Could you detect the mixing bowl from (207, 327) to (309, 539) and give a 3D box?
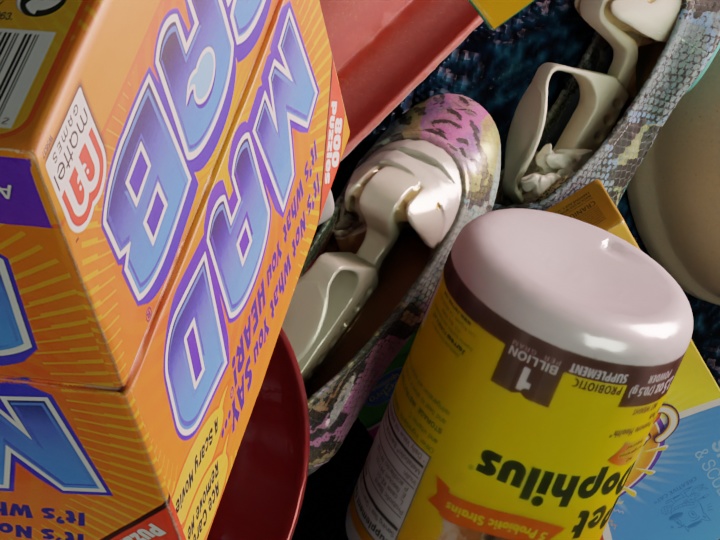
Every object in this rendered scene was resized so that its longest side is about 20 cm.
[{"bbox_3d":[-0.130,0.072,0.942,0.200,0.108,0.201,-12,112,-33],"label":"mixing bowl"}]

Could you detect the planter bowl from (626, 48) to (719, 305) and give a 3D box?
[{"bbox_3d":[0.250,-0.064,1.174,0.200,0.135,0.201,-11,109,-34],"label":"planter bowl"}]

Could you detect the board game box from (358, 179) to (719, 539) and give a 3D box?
[{"bbox_3d":[0.095,0.074,1.119,0.153,0.040,0.200,-32,124,5],"label":"board game box"}]

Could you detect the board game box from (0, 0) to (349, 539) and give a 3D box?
[{"bbox_3d":[-0.137,-0.049,0.764,0.200,0.199,0.200,75,26,-48],"label":"board game box"}]

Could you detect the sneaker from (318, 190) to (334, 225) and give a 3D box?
[{"bbox_3d":[-0.092,-0.073,0.952,0.099,0.071,0.200,-38,121,-17],"label":"sneaker"}]

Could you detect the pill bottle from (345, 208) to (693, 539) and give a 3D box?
[{"bbox_3d":[0.061,0.082,1.023,0.109,0.109,0.201,0,123,-37],"label":"pill bottle"}]

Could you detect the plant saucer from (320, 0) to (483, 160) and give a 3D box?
[{"bbox_3d":[-0.003,-0.182,0.997,0.200,0.037,0.200,-46,125,-26],"label":"plant saucer"}]

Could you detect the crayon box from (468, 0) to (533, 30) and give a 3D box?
[{"bbox_3d":[0.043,-0.205,0.934,0.119,0.058,0.200,-36,129,9],"label":"crayon box"}]

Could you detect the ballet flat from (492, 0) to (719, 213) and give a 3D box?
[{"bbox_3d":[0.120,-0.094,1.109,0.074,0.074,0.200,34,81,-39],"label":"ballet flat"}]

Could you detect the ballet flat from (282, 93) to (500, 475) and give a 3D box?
[{"bbox_3d":[0.000,0.000,1.033,0.200,0.069,0.071,-58,158,-11],"label":"ballet flat"}]
